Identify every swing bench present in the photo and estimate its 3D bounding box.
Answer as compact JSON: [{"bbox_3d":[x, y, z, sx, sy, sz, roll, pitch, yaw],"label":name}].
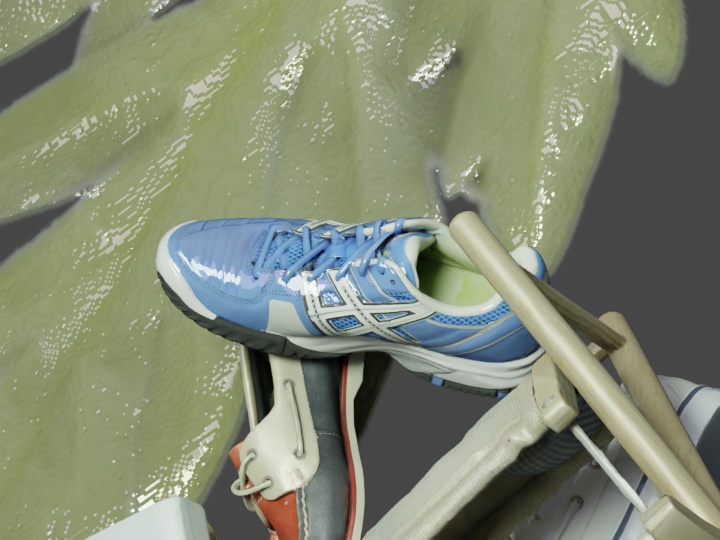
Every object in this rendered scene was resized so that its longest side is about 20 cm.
[{"bbox_3d":[0.053,0.124,1.086,0.199,0.130,0.200,-44,46,14],"label":"swing bench"}]

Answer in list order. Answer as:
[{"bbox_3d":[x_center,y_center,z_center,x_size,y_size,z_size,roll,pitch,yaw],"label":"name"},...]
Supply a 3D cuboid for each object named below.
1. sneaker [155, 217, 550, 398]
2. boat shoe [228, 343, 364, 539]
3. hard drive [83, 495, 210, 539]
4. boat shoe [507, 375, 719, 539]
[{"bbox_3d":[0.000,0.000,1.253,0.200,0.077,0.076,9,51,2],"label":"sneaker"},{"bbox_3d":[-0.035,0.089,1.273,0.071,0.063,0.200,131,146,-54],"label":"boat shoe"},{"bbox_3d":[-0.106,0.209,1.071,0.132,0.027,0.200,-28,55,22],"label":"hard drive"},{"bbox_3d":[0.097,0.133,1.181,0.086,0.075,0.202,18,75,35],"label":"boat shoe"}]
